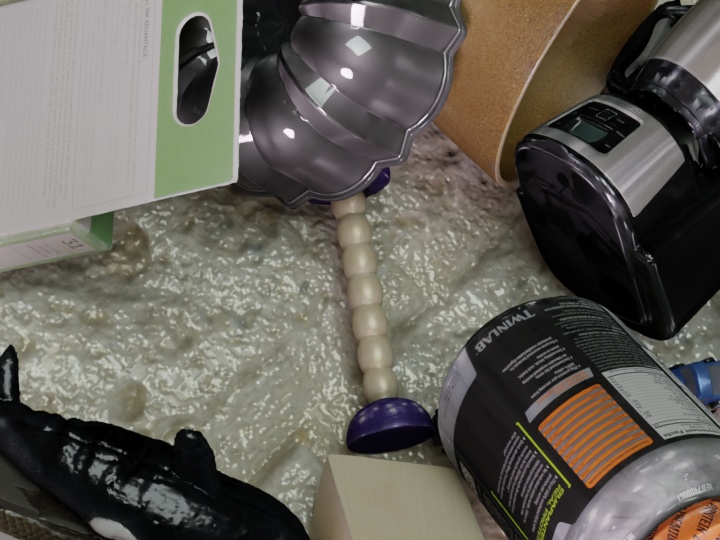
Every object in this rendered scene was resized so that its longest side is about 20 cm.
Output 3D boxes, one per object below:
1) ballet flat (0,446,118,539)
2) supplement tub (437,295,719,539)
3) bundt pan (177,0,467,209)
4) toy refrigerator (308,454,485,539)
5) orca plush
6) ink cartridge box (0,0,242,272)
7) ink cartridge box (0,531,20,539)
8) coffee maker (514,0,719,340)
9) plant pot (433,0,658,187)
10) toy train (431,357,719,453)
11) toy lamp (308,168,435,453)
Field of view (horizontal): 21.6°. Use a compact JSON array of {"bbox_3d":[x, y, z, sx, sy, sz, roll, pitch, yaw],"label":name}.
[{"bbox_3d":[-0.129,0.155,0.986,0.199,0.046,0.068,31,30,-8],"label":"ballet flat"},{"bbox_3d":[0.130,0.109,0.957,0.122,0.123,0.200,-10,32,-19],"label":"supplement tub"},{"bbox_3d":[-0.045,-0.139,1.041,0.076,0.201,0.203,11,58,-56],"label":"bundt pan"},{"bbox_3d":[0.026,0.173,0.943,0.075,0.071,0.200,8,22,-13],"label":"toy refrigerator"},{"bbox_3d":[-0.103,0.097,0.976,0.199,0.071,0.105,37,29,4],"label":"orca plush"},{"bbox_3d":[-0.142,-0.084,1.012,0.198,0.048,0.147,-10,65,22],"label":"ink cartridge box"},{"bbox_3d":[-0.208,0.172,0.860,0.115,0.200,0.067,-31,103,-25],"label":"ink cartridge box"},{"bbox_3d":[0.208,-0.056,1.105,0.200,0.135,0.193,-40,108,-15],"label":"coffee maker"},{"bbox_3d":[0.057,-0.181,1.116,0.199,0.187,0.186,35,62,16],"label":"plant pot"},{"bbox_3d":[0.136,0.075,1.090,0.198,0.046,0.034,-7,70,-19],"label":"toy train"},{"bbox_3d":[0.000,0.000,1.076,0.058,0.058,0.202,-5,69,-18],"label":"toy lamp"}]
